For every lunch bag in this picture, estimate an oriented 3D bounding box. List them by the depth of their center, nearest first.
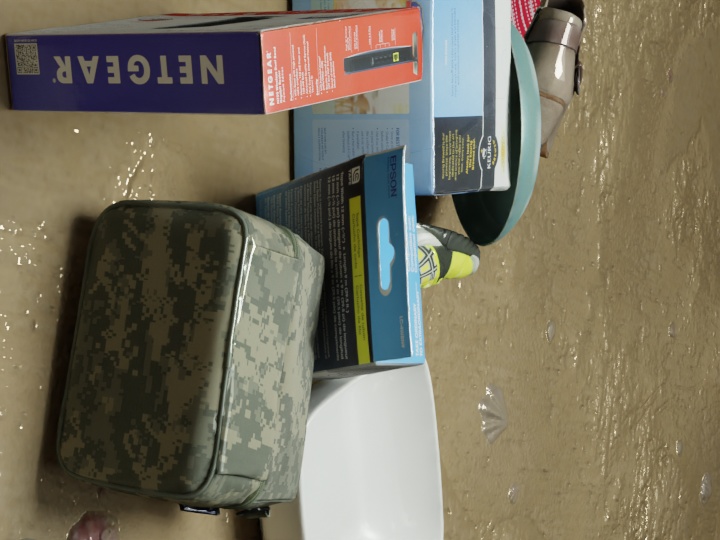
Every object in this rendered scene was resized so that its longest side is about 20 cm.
[{"bbox_3d":[-0.096,0.063,1.156,0.167,0.138,0.202,17,78,-58],"label":"lunch bag"}]

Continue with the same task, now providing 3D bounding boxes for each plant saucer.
[{"bbox_3d":[0.112,-0.121,1.457,0.027,0.200,0.202,-2,95,-16],"label":"plant saucer"}]

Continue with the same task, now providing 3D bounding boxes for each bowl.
[{"bbox_3d":[-0.015,0.173,1.359,0.200,0.074,0.201,-28,116,-55],"label":"bowl"}]

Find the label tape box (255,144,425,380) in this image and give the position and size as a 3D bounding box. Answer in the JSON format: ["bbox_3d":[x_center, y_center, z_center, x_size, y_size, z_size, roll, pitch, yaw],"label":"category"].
[{"bbox_3d":[0.000,0.000,1.231,0.066,0.199,0.145,1,82,-33],"label":"label tape box"}]

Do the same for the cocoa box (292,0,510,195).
[{"bbox_3d":[0.033,-0.161,1.353,0.131,0.132,0.202,-10,101,-57],"label":"cocoa box"}]

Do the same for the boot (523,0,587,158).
[{"bbox_3d":[0.155,-0.173,1.517,0.200,0.070,0.147,-100,-155,-72],"label":"boot"}]

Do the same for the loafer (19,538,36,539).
[{"bbox_3d":[-0.187,0.269,1.091,0.075,0.069,0.202,-31,118,-53],"label":"loafer"}]

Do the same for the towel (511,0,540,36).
[{"bbox_3d":[0.157,-0.277,1.652,0.200,0.022,0.146,-30,117,-54],"label":"towel"}]

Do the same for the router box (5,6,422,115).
[{"bbox_3d":[-0.089,-0.133,1.094,0.179,0.199,0.049,-21,111,-56],"label":"router box"}]

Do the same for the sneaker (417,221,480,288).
[{"bbox_3d":[0.022,-0.007,1.420,0.199,0.075,0.077,8,93,-48],"label":"sneaker"}]
